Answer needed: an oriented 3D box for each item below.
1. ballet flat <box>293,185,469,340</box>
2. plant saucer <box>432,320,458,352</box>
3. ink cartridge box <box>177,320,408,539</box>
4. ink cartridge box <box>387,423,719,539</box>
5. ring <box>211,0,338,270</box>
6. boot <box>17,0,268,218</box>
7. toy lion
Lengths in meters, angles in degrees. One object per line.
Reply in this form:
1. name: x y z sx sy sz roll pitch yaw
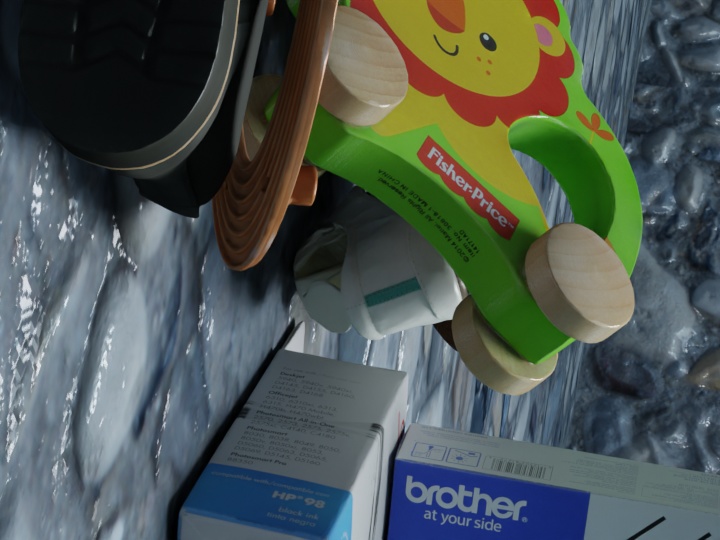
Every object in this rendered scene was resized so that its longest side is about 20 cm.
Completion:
1. ballet flat: 0.000 0.000 0.892 0.200 0.069 0.070 -161 -101 -80
2. plant saucer: 0.034 -0.034 0.935 0.200 0.036 0.202 156 -90 -82
3. ink cartridge box: -0.024 0.115 0.869 0.200 0.066 0.117 -59 156 -64
4. ink cartridge box: 0.111 0.136 0.881 0.044 0.198 0.095 -57 154 -67
5. ring: -0.022 -0.099 0.638 0.200 0.019 0.202 -173 -90 -78
6. boot: -0.048 -0.120 0.590 0.138 0.077 0.202 72 38 -81
7. toy lion: 0.043 -0.075 0.806 0.069 0.200 0.192 -40 -169 41
